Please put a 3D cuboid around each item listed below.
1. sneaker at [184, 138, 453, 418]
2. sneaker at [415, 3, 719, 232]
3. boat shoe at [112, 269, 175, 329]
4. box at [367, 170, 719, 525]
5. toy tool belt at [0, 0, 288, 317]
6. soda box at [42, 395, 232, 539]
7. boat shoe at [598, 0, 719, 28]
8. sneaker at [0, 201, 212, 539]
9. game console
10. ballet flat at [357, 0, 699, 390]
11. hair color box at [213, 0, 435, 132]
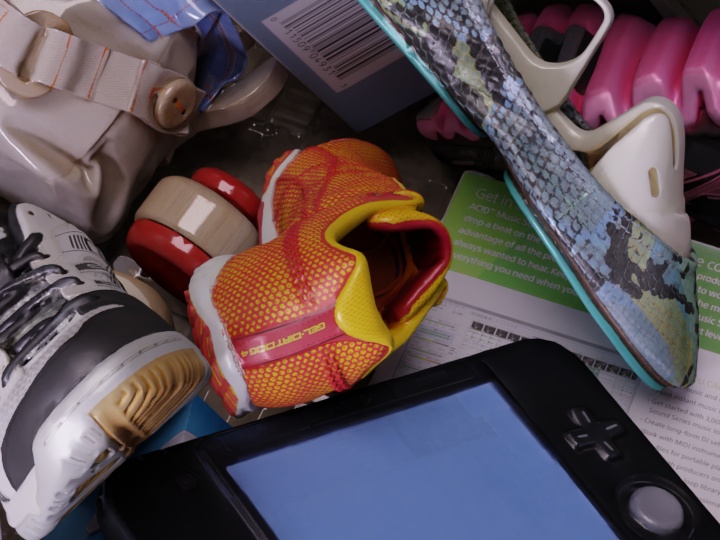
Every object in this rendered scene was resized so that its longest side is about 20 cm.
[{"bbox_3d":[0.000,0.000,0.908,0.077,0.073,0.200,-15,16,13],"label":"sneaker"},{"bbox_3d":[0.113,-0.046,0.971,0.199,0.096,0.079,-1,41,33],"label":"sneaker"},{"bbox_3d":[-0.168,0.033,0.944,0.198,0.074,0.070,3,52,5],"label":"boat shoe"},{"bbox_3d":[0.068,0.070,0.925,0.143,0.036,0.201,18,62,15],"label":"box"},{"bbox_3d":[-0.094,-0.081,0.983,0.199,0.125,0.123,30,73,21],"label":"toy tool belt"},{"bbox_3d":[-0.068,0.132,0.824,0.068,0.064,0.201,-34,26,26],"label":"soda box"},{"bbox_3d":[0.078,-0.153,1.019,0.202,0.060,0.072,56,40,1],"label":"boat shoe"},{"bbox_3d":[-0.100,0.024,0.814,0.076,0.200,0.088,-40,95,-7],"label":"sneaker"},{"bbox_3d":[0.053,0.070,0.795,0.199,0.117,0.176,-14,53,-37],"label":"game console"},{"bbox_3d":[0.068,-0.053,0.897,0.074,0.074,0.200,-39,94,-19],"label":"ballet flat"},{"bbox_3d":[-0.014,-0.163,1.021,0.060,0.099,0.201,-27,47,23],"label":"hair color box"}]
